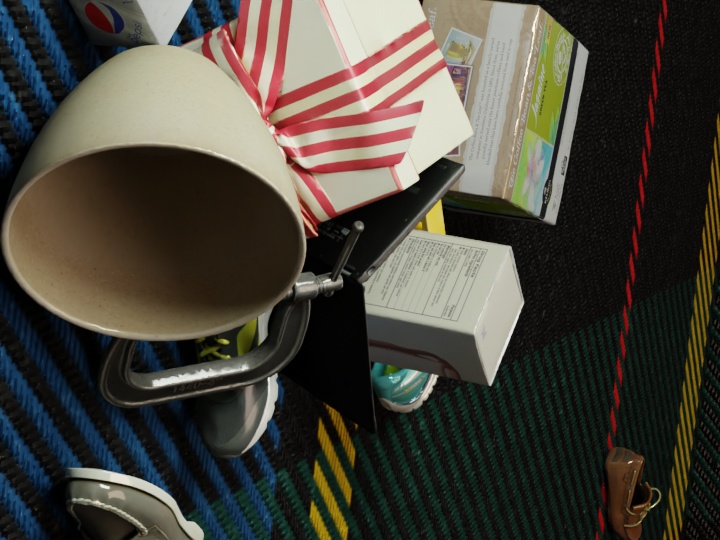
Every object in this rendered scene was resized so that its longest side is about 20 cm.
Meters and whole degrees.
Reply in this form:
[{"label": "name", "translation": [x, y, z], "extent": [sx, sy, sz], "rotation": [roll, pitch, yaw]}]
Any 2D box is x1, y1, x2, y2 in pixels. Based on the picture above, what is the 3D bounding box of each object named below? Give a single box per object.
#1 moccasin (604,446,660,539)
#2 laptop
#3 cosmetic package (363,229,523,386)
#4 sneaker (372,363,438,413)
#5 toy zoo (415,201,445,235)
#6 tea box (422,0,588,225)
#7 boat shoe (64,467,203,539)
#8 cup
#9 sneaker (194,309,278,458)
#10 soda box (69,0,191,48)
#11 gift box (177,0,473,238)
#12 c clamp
[{"label": "moccasin", "translation": [0.447, 0.370, 2.720], "extent": [0.074, 0.077, 0.202], "rotation": [-54, 145, -46]}, {"label": "laptop", "translation": [0.000, 0.000, 1.396], "extent": [0.200, 0.187, 0.116], "rotation": [-48, 123, -10]}, {"label": "cosmetic package", "translation": [0.036, 0.025, 1.508], "extent": [0.104, 0.199, 0.087], "rotation": [-63, 151, -30]}, {"label": "sneaker", "translation": [0.062, 0.050, 1.741], "extent": [0.080, 0.077, 0.201], "rotation": [44, 59, -52]}, {"label": "toy zoo", "translation": [0.025, -0.100, 1.533], "extent": [0.020, 0.131, 0.201], "rotation": [-29, 130, -24]}, {"label": "tea box", "translation": [0.138, -0.165, 1.751], "extent": [0.197, 0.133, 0.201], "rotation": [14, 86, -66]}, {"label": "boat shoe", "translation": [-0.173, 0.202, 1.262], "extent": [0.202, 0.072, 0.061], "rotation": [60, 41, -61]}, {"label": "cup", "translation": [-0.137, -0.068, 1.133], "extent": [0.201, 0.199, 0.144], "rotation": [69, 14, -49]}, {"label": "sneaker", "translation": [-0.115, 0.052, 1.355], "extent": [0.085, 0.074, 0.201], "rotation": [18, 74, -60]}, {"label": "soda box", "translation": [-0.137, -0.252, 1.183], "extent": [0.201, 0.063, 0.068], "rotation": [-66, 152, -30]}, {"label": "gift box", "translation": [-0.031, -0.138, 1.261], "extent": [0.185, 0.199, 0.187], "rotation": [62, 31, -6]}, {"label": "c clamp", "translation": [-0.104, 0.037, 1.258], "extent": [0.199, 0.027, 0.171], "rotation": [-14, 144, -25]}]
